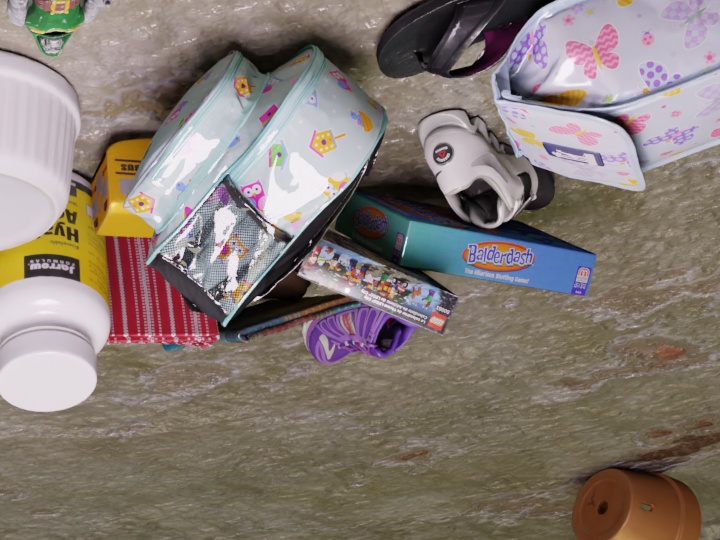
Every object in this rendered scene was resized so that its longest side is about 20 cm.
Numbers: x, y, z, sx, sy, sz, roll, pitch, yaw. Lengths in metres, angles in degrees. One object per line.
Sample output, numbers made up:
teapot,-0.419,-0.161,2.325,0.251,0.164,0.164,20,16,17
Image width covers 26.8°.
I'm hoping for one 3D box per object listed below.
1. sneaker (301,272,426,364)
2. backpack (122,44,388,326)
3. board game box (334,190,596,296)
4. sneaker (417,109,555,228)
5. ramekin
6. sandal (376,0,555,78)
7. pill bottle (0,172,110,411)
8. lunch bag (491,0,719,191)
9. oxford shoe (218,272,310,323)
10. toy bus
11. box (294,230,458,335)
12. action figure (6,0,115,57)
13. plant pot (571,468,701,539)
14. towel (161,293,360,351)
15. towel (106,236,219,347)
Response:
sneaker,0.003,0.066,1.675,0.080,0.084,0.200,8,153,-32
backpack,-0.079,-0.084,1.172,0.200,0.176,0.153,-38,105,16
board game box,0.096,-0.027,1.417,0.199,0.045,0.152,9,-170,-26
sneaker,0.120,-0.071,1.387,0.074,0.089,0.200,-24,154,30
ramekin,-0.320,-0.086,1.199,0.201,0.095,0.202,-6,158,-3
sandal,0.096,-0.187,1.155,0.200,0.048,0.075,-22,154,28
pill bottle,-0.270,0.017,1.295,0.111,0.201,0.112,-7,140,-6
lunch bag,0.206,-0.141,1.169,0.199,0.128,0.170,-19,161,8
oxford shoe,-0.140,0.022,1.526,0.199,0.085,0.073,3,153,-27
toy bus,-0.129,-0.071,1.316,0.199,0.079,0.065,2,155,-23
box,0.000,0.000,1.351,0.136,0.038,0.200,23,-176,-11
action figure,-0.203,-0.202,1.024,0.118,0.055,0.200,-4,161,-16
plant pot,0.450,0.421,2.538,0.140,0.201,0.200,28,141,-31
towel,-0.106,0.054,1.550,0.146,0.022,0.200,-18,-174,-29
towel,-0.238,0.015,1.404,0.199,0.145,0.023,1,137,-18
